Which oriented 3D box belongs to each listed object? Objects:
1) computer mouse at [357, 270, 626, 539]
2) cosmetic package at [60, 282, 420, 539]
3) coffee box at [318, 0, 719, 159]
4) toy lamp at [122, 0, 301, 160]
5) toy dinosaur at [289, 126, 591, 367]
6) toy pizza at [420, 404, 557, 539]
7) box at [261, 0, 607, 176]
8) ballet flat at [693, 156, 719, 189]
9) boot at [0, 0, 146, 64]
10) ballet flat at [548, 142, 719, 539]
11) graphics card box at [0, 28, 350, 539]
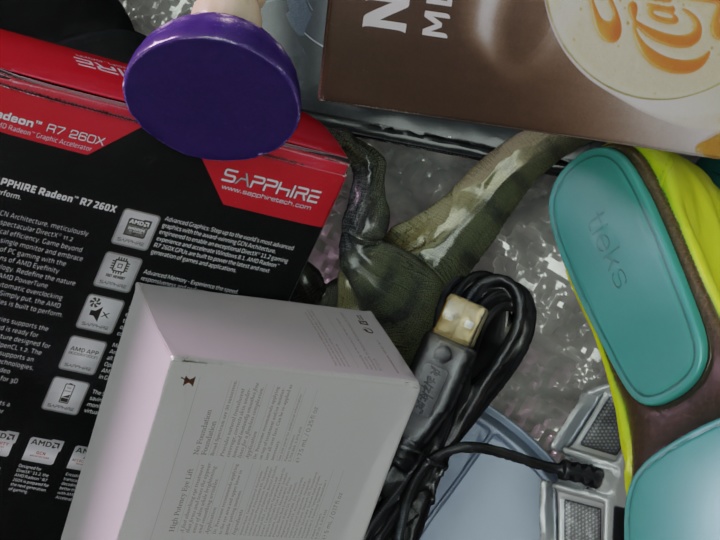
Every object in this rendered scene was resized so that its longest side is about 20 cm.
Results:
[{"bbox_3d":[0.091,0.077,0.757,0.200,0.044,0.110,21,83,-24],"label":"computer mouse"},{"bbox_3d":[-0.055,0.104,0.712,0.082,0.051,0.200,7,117,-27],"label":"cosmetic package"},{"bbox_3d":[0.094,-0.098,0.686,0.200,0.080,0.114,8,110,4],"label":"coffee box"},{"bbox_3d":[-0.032,-0.126,0.691,0.058,0.058,0.200,4,50,5],"label":"toy lamp"},{"bbox_3d":[0.000,0.000,0.757,0.088,0.047,0.200,36,99,-4],"label":"toy dinosaur"},{"bbox_3d":[-0.007,0.132,0.798,0.200,0.032,0.200,0,89,6],"label":"toy pizza"},{"bbox_3d":[0.045,-0.139,0.783,0.160,0.044,0.200,12,92,4],"label":"box"},{"bbox_3d":[0.185,-0.071,0.771,0.063,0.069,0.200,37,97,-24],"label":"ballet flat"},{"bbox_3d":[-0.169,-0.088,0.746,0.198,0.073,0.163,-21,60,-12],"label":"boot"},{"bbox_3d":[0.112,0.049,0.695,0.067,0.067,0.200,-32,58,36],"label":"ballet flat"},{"bbox_3d":[-0.100,0.029,0.710,0.125,0.051,0.200,13,113,-28],"label":"graphics card box"}]
